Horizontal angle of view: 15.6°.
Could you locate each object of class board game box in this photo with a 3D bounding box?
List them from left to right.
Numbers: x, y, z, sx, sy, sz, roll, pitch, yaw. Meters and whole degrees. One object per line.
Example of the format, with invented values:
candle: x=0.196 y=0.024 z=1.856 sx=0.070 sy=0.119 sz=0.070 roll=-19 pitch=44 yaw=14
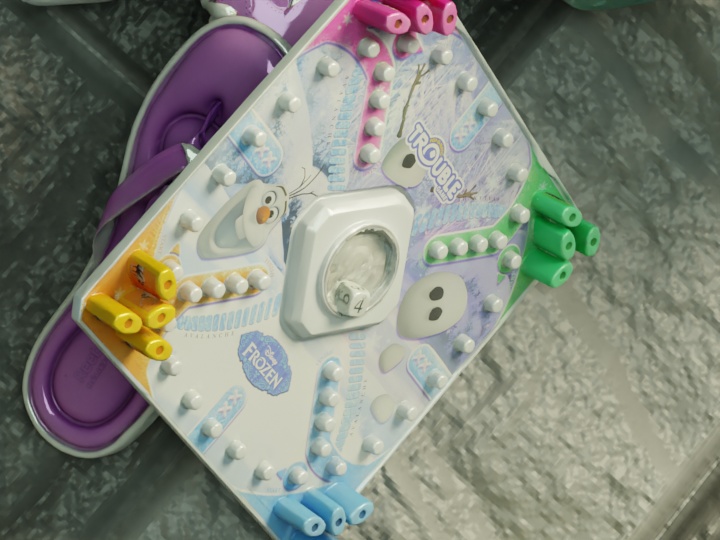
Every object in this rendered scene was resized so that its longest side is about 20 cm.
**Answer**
board game box: x=0.000 y=0.000 z=1.078 sx=0.200 sy=0.026 sz=0.200 roll=-49 pitch=137 yaw=-11

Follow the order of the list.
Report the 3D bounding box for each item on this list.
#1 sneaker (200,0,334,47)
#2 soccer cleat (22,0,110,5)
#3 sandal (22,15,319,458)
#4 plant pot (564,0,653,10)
sneaker: x=-0.051 y=-0.101 z=1.105 sx=0.114 sy=0.073 sz=0.201 roll=23 pitch=91 yaw=-15
soccer cleat: x=-0.137 y=-0.210 z=1.108 sx=0.077 sy=0.069 sz=0.201 roll=-19 pitch=93 yaw=-19
sandal: x=-0.078 y=-0.005 z=1.071 sx=0.082 sy=0.050 sz=0.203 roll=29 pitch=108 yaw=8
plant pot: x=0.125 y=-0.202 z=1.092 sx=0.200 sy=0.201 sz=0.162 roll=-15 pitch=86 yaw=-13
